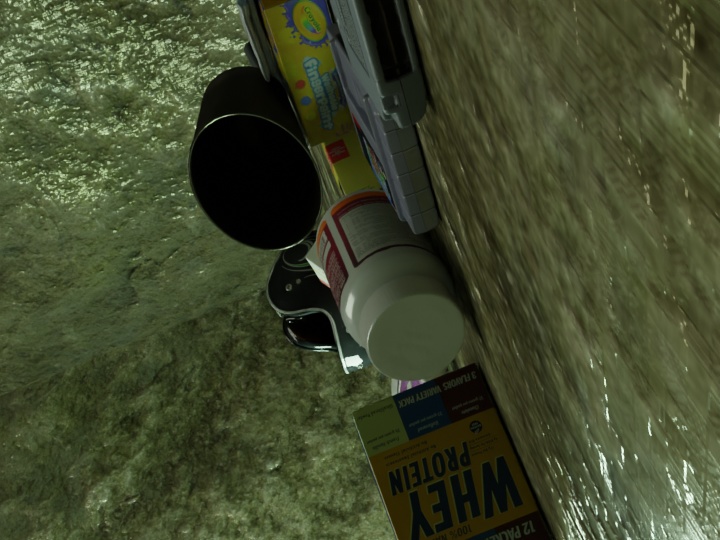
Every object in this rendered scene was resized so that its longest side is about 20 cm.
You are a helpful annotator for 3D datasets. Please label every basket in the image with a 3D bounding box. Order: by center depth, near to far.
[{"bbox_3d":[-0.129,-0.149,1.169,0.181,0.135,0.201,56,-170,-34],"label":"basket"}]

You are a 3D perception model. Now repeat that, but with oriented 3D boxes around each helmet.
[{"bbox_3d":[-0.026,0.041,1.448,0.200,0.189,0.202,15,-90,-75],"label":"helmet"}]

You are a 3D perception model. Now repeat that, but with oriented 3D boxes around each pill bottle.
[{"bbox_3d":[0.027,0.011,0.947,0.201,0.108,0.110,-115,4,-57],"label":"pill bottle"}]

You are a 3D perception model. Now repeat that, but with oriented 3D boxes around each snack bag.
[{"bbox_3d":[-0.145,-0.344,1.147,0.189,0.021,0.201,-111,4,-48],"label":"snack bag"}]

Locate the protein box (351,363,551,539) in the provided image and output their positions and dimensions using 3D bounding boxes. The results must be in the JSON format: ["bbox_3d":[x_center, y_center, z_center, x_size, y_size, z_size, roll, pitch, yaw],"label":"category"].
[{"bbox_3d":[0.094,0.235,1.016,0.200,0.134,0.200,74,174,-66],"label":"protein box"}]

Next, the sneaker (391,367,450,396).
[{"bbox_3d":[0.085,0.110,1.195,0.114,0.072,0.202,36,147,48],"label":"sneaker"}]

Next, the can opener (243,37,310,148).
[{"bbox_3d":[-0.117,-0.238,1.325,0.201,0.066,0.054,61,147,24],"label":"can opener"}]

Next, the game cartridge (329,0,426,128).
[{"bbox_3d":[-0.006,-0.212,0.684,0.134,0.041,0.201,-107,-1,-52],"label":"game cartridge"}]

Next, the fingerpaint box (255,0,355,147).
[{"bbox_3d":[-0.074,-0.277,1.169,0.201,0.073,0.168,71,177,-49],"label":"fingerpaint box"}]

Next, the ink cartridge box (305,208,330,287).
[{"bbox_3d":[0.000,0.000,1.254,0.116,0.068,0.200,33,172,12],"label":"ink cartridge box"}]

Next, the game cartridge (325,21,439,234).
[{"bbox_3d":[0.016,-0.132,0.901,0.201,0.038,0.131,-114,8,-55],"label":"game cartridge"}]

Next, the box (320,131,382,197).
[{"bbox_3d":[-0.017,-0.144,1.299,0.075,0.050,0.202,70,178,-59],"label":"box"}]
